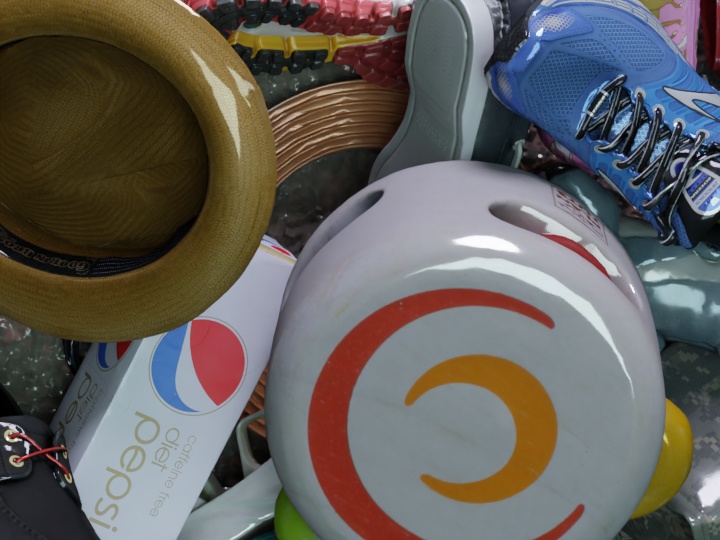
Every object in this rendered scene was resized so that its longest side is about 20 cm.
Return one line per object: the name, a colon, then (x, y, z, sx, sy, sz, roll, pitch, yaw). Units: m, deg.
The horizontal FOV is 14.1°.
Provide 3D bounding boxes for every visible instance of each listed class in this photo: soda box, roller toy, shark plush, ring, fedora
soda box: (-0.104, 0.068, 1.445, 0.068, 0.064, 0.200, 25, 95, -25)
roller toy: (0.051, 0.047, 1.362, 0.199, 0.140, 0.183, -8, 109, 5)
shark plush: (0.147, 0.028, 1.444, 0.199, 0.091, 0.084, 25, 70, -2)
ring: (0.000, 0.000, 1.503, 0.200, 0.019, 0.201, -3, 102, -15)
fedora: (-0.124, -0.064, 1.382, 0.200, 0.082, 0.201, 7, 113, 18)

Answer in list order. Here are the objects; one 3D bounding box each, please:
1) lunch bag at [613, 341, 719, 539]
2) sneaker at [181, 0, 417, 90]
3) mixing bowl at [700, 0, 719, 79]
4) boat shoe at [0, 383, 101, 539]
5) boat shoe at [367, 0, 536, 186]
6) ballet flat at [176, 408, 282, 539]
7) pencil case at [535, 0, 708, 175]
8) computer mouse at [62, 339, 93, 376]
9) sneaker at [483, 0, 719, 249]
lunch bag: (0.212, 0.112, 1.520, 0.164, 0.118, 0.200, -35, 142, -14)
sneaker: (0.001, -0.145, 1.438, 0.199, 0.082, 0.078, 5, 146, -32)
mixing bowl: (0.226, -0.150, 1.451, 0.108, 0.200, 0.201, -2, 103, 2)
boat shoe: (-0.173, 0.097, 1.387, 0.074, 0.201, 0.063, 24, 101, -41)
boat shoe: (0.051, -0.059, 1.432, 0.060, 0.076, 0.200, -14, 142, -29)
ballet flat: (-0.057, 0.113, 1.485, 0.200, 0.069, 0.070, -33, 109, 13)
pencil case: (0.127, -0.146, 1.417, 0.086, 0.083, 0.201, -12, 126, -12)
computer mouse: (-0.136, -0.039, 1.451, 0.058, 0.034, 0.201, -9, 105, -13)
sneaker: (0.143, -0.065, 1.370, 0.200, 0.089, 0.079, 27, 109, -34)
